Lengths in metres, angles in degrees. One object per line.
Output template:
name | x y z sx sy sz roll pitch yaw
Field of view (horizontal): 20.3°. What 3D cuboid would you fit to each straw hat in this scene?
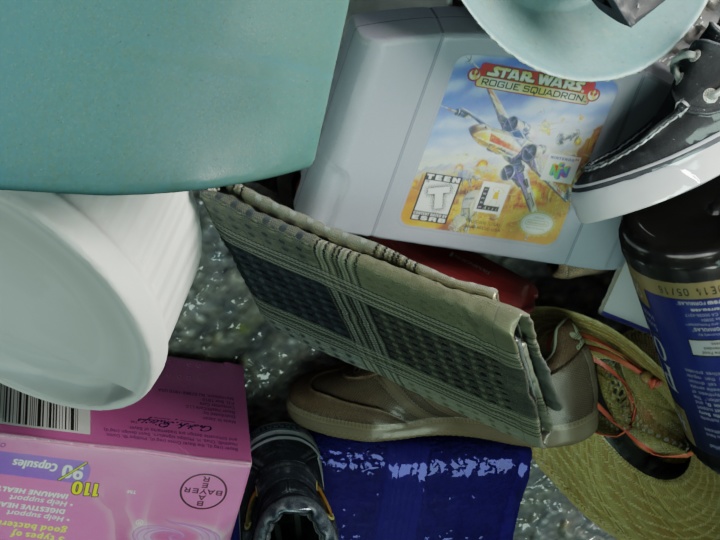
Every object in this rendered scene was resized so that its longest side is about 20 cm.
straw hat | 0.184 0.080 1.257 0.085 0.200 0.202 -41 133 -29

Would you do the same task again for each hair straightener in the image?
hair straightener | 0.000 0.000 1.169 0.199 0.041 0.077 24 130 0

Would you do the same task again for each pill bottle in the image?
pill bottle | 0.219 0.043 1.096 0.111 0.112 0.201 -19 118 6

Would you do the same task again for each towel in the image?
towel | 0.006 0.164 1.326 0.198 0.050 0.149 3 119 -10
towel | 0.017 0.021 1.104 0.199 0.035 0.193 24 163 19

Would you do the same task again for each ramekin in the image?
ramekin | -0.176 -0.022 1.082 0.201 0.095 0.203 21 147 14

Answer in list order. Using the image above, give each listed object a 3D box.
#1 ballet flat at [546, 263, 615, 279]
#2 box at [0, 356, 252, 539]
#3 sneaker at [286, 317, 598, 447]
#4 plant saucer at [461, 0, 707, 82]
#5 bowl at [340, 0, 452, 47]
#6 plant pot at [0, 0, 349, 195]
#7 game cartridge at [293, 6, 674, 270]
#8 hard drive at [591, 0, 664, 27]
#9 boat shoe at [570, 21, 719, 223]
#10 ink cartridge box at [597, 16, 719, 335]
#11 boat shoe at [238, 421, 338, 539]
ballet flat | 0.100 -0.067 1.155 0.067 0.068 0.201 -18 126 14
box | -0.175 0.152 1.253 0.175 0.097 0.201 9 125 -13
sneaker | 0.048 0.060 1.227 0.198 0.070 0.076 1 106 20
plant saucer | 0.103 -0.196 1.028 0.200 0.039 0.203 0 90 -33
bowl | -0.056 -0.162 1.055 0.198 0.075 0.201 -10 127 -3
plant pot | -0.116 -0.115 0.936 0.199 0.141 0.142 6 106 -24
game cartridge | 0.075 -0.072 1.078 0.199 0.042 0.134 7 126 -20
hard drive | 0.122 -0.236 0.989 0.135 0.042 0.201 -38 112 -26
boat shoe | 0.189 -0.094 1.036 0.199 0.072 0.068 -29 98 13
ink cartridge box | 0.259 -0.026 1.133 0.196 0.047 0.201 21 129 2
boat shoe | -0.044 0.200 1.258 0.070 0.091 0.201 -9 121 -3
